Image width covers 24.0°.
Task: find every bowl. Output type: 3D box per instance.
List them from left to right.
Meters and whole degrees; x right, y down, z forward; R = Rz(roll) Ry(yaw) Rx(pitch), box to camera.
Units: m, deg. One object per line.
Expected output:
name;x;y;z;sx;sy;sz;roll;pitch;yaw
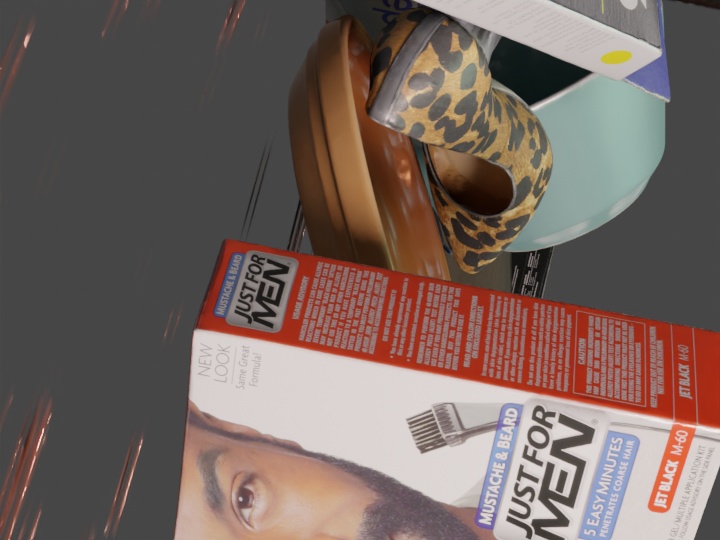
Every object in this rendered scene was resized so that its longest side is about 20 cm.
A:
bowl;0.110;-0.086;1.049;0.106;0.199;0.201;63;20;-21

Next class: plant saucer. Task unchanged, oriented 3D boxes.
plant saucer;0.008;-0.017;0.789;0.200;0.037;0.202;-15;90;-81

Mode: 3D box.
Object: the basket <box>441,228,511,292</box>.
basket;0.049;-0.012;1.250;0.180;0.135;0.202;-44;147;-42

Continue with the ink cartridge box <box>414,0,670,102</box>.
ink cartridge box;0.091;-0.196;0.769;0.047;0.199;0.200;-17;-111;43

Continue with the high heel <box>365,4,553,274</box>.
high heel;0.036;-0.049;0.807;0.143;0.071;0.201;-45;151;-41

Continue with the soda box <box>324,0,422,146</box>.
soda box;0.020;-0.137;0.876;0.200;0.067;0.064;92;12;-70

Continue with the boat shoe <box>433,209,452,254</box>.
boat shoe;0.000;0.000;1.071;0.200;0.083;0.069;125;-26;-57

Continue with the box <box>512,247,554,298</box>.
box;0.083;-0.062;1.368;0.201;0.162;0.087;95;7;-53

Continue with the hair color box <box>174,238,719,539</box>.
hair color box;0.033;0.066;0.655;0.064;0.198;0.112;-75;175;-54
